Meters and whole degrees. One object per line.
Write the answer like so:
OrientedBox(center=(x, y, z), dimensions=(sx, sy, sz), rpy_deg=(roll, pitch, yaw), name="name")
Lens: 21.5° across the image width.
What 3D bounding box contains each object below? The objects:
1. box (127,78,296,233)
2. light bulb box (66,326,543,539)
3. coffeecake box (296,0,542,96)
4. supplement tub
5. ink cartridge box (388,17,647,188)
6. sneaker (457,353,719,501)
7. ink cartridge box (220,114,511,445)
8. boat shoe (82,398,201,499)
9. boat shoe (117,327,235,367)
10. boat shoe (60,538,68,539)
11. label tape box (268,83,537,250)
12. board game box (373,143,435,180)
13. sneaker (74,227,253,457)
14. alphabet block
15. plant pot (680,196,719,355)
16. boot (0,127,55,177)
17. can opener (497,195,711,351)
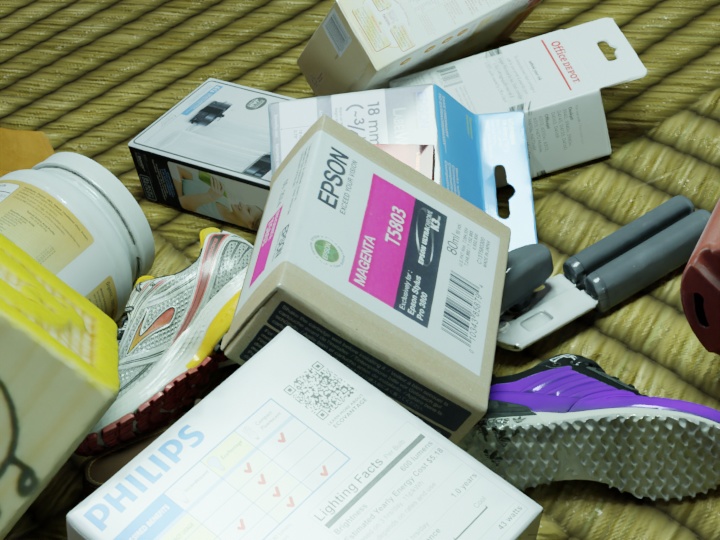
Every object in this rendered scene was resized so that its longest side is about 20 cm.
OrientedBox(center=(-0.086, -0.094, 1.608), dimensions=(0.199, 0.061, 0.117), rpy_deg=(19, 47, 38), name="box")
OrientedBox(center=(-0.034, 0.175, 1.105), dimensions=(0.199, 0.125, 0.198), rpy_deg=(34, 54, 23), name="light bulb box")
OrientedBox(center=(0.059, -0.219, 1.649), dimensions=(0.199, 0.073, 0.154), rpy_deg=(-29, -5, -20), name="coffeecake box")
OrientedBox(center=(-0.266, 0.013, 1.451), dimensions=(0.144, 0.145, 0.200), rpy_deg=(15, 44, 35), name="supplement tub")
OrientedBox(center=(0.134, -0.133, 1.575), dimensions=(0.198, 0.067, 0.116), rpy_deg=(-16, 34, -1), name="ink cartridge box")
OrientedBox(center=(0.156, 0.093, 1.251), dimensions=(0.198, 0.070, 0.100), rpy_deg=(0, 35, 19), name="sneaker")
OrientedBox(center=(0.010, 0.011, 1.264), dimensions=(0.075, 0.164, 0.201), rpy_deg=(-49, 18, 35), name="ink cartridge box")
OrientedBox(center=(-0.100, 0.117, 1.313), dimensions=(0.198, 0.068, 0.072), rpy_deg=(-14, 35, 1), name="boat shoe")
OrientedBox(center=(-0.124, 0.046, 1.416), dimensions=(0.198, 0.057, 0.067), rpy_deg=(-21, 11, -9), name="boat shoe")
OrientedBox(center=(-0.180, 0.204, 1.215), dimensions=(0.198, 0.075, 0.069), rpy_deg=(-12, 40, 5), name="boat shoe")
OrientedBox(center=(0.032, -0.066, 1.457), dimensions=(0.198, 0.063, 0.146), rpy_deg=(-6, 66, 5), name="label tape box")
OrientedBox(center=(0.000, 0.000, 1.386), dimensions=(0.102, 0.019, 0.202), rpy_deg=(1, 66, 5), name="board game box")
OrientedBox(center=(-0.144, 0.053, 1.357), dimensions=(0.082, 0.078, 0.200), rpy_deg=(41, 76, 14), name="sneaker")
OrientedBox(center=(-0.290, 0.076, 1.231), dimensions=(0.200, 0.195, 0.196), rpy_deg=(-51, 15, 5), name="alphabet block")
OrientedBox(center=(0.320, -0.027, 1.267), dimensions=(0.199, 0.202, 0.196), rpy_deg=(14, 52, 35), name="plant pot")
OrientedBox(center=(-0.300, -0.032, 1.586), dimensions=(0.143, 0.203, 0.071), rpy_deg=(3, -23, -39), name="boot")
OrientedBox(center=(0.171, -0.007, 1.386), dimensions=(0.199, 0.067, 0.053), rpy_deg=(-30, 38, -17), name="can opener")
